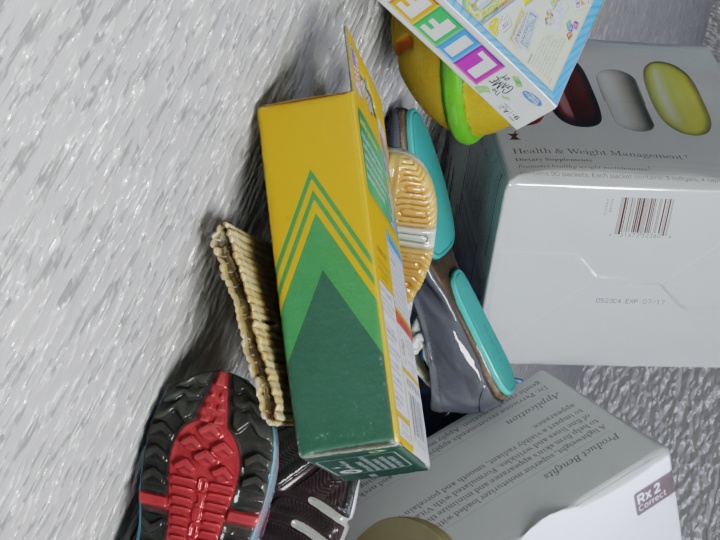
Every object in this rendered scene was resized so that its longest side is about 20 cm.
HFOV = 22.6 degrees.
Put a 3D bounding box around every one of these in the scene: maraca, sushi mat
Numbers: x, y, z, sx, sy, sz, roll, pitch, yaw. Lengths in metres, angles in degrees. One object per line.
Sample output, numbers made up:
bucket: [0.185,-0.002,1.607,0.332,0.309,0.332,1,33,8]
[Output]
maraca: [0.079,-0.164,1.052,0.138,0.106,0.201,83,23,-50]
sushi mat: [-0.038,0.032,0.915,0.200,0.012,0.097,30,43,-80]

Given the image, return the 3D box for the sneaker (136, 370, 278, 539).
sneaker: [-0.078,0.151,0.880,0.096,0.079,0.202,37,72,-80]

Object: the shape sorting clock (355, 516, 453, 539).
shape sorting clock: [0.029,0.231,0.954,0.199,0.039,0.203,12,-76,62]

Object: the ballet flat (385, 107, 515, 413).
ballet flat: [0.035,0.000,1.145,0.202,0.072,0.073,70,20,-7]

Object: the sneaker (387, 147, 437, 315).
sneaker: [0.000,0.000,1.069,0.088,0.075,0.201,-81,-176,-52]

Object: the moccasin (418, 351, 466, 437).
moccasin: [0.041,0.143,1.225,0.081,0.068,0.202,80,31,-70]

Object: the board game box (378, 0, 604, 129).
board game box: [0.080,-0.192,0.964,0.034,0.134,0.201,-27,-151,49]

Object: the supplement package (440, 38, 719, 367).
supplement package: [0.164,-0.051,1.247,0.201,0.189,0.148,-101,-164,-54]

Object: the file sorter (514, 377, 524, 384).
file sorter: [0.080,0.175,1.399,0.200,0.121,0.140,-93,-163,-67]

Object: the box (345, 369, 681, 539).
box: [0.096,0.208,1.155,0.198,0.130,0.202,-27,123,-22]

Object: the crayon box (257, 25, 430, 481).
crayon box: [-0.009,-0.003,0.896,0.126,0.051,0.202,53,30,-75]

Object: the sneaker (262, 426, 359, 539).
sneaker: [-0.063,0.181,1.041,0.201,0.075,0.116,-59,172,-8]

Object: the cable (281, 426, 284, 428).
cable: [-0.065,0.191,1.120,0.097,0.050,0.202,-59,154,-65]

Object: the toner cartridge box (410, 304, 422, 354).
toner cartridge box: [0.007,0.074,1.236,0.095,0.043,0.201,96,17,-54]
